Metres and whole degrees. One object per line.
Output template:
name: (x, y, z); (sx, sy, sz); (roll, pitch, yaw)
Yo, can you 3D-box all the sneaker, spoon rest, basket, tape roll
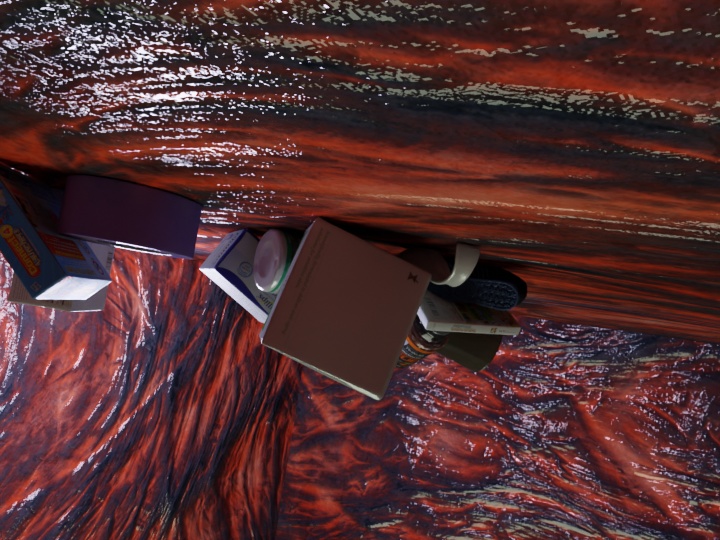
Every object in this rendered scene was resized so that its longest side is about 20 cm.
sneaker: (0.196, 0.019, 0.985); (0.197, 0.072, 0.077); (20, -160, 30)
spoon rest: (0.118, -0.006, 0.889); (0.097, 0.062, 0.199); (11, 175, -19)
basket: (0.216, 0.129, 1.309); (0.197, 0.184, 0.136); (18, -177, -28)
tape roll: (-0.349, -0.077, 0.855); (0.196, 0.087, 0.200); (9, 176, 1)

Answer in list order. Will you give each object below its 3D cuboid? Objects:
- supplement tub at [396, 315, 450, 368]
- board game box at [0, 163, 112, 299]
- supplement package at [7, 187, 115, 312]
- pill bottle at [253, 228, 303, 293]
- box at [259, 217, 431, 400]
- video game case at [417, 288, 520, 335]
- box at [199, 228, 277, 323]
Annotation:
supplement tub: (0.114, 0.128, 1.151); (0.105, 0.109, 0.200); (11, 153, -20)
board game box: (-0.485, -0.053, 0.847); (0.055, 0.198, 0.200); (-34, -179, -7)
supplement package: (-0.532, -0.035, 1.020); (0.108, 0.204, 0.156); (10, 176, -5)
pill bottle: (-0.091, -0.002, 1.046); (0.197, 0.116, 0.112); (13, 175, -37)
box: (-0.031, 0.058, 0.861); (0.197, 0.202, 0.171); (26, 172, -10)
video game case: (0.171, 0.050, 1.024); (0.178, 0.023, 0.201); (5, -153, -18)
box: (-0.223, 0.017, 1.166); (0.184, 0.106, 0.199); (44, 164, -19)
